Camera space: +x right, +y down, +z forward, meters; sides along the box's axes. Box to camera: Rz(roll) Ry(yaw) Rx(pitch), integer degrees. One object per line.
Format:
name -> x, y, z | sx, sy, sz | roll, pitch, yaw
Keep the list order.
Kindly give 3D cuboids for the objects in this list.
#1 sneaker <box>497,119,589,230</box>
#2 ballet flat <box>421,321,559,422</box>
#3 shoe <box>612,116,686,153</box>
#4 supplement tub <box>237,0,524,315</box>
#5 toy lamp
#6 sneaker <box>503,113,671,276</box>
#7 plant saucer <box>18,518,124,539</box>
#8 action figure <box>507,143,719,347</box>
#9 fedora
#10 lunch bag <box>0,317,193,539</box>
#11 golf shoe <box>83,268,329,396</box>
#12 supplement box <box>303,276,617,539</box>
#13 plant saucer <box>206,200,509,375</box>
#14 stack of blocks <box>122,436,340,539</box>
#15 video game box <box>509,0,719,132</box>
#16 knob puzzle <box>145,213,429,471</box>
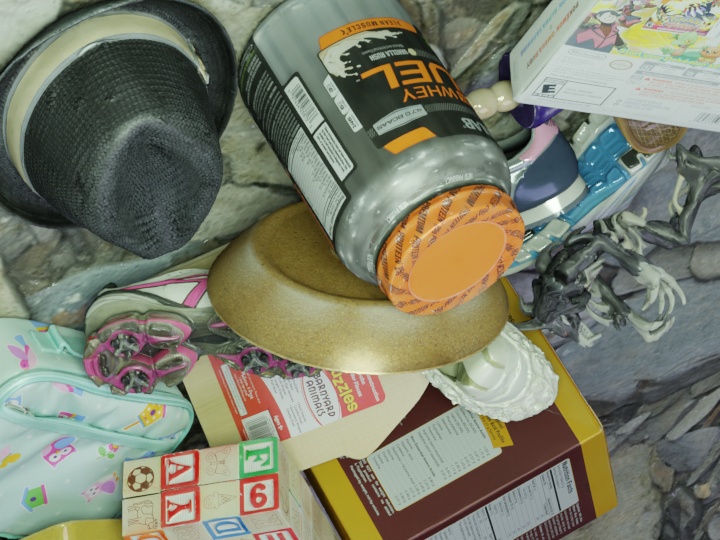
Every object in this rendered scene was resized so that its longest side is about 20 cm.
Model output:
sneaker -> 0.057, -0.054, 1.754 | 0.199, 0.070, 0.082 | -23, 111, 2
ballet flat -> 0.060, 0.050, 1.701 | 0.200, 0.072, 0.072 | 37, 112, -20
shoe -> 0.181, -0.166, 1.708 | 0.069, 0.054, 0.201 | -18, 135, 3
supplement tub -> 0.015, -0.076, 1.541 | 0.122, 0.201, 0.123 | -23, 147, -16
toy lamp -> 0.061, -0.107, 1.679 | 0.199, 0.058, 0.058 | -18, 145, -18
sneaker -> 0.154, -0.049, 1.823 | 0.199, 0.075, 0.087 | -33, 154, 0
plant saucer -> -0.230, 0.236, 1.799 | 0.199, 0.049, 0.200 | -25, 165, 24
action figure -> 0.193, -0.001, 1.764 | 0.200, 0.102, 0.119 | -40, 174, -3
fedora -> -0.142, -0.072, 1.510 | 0.199, 0.092, 0.201 | -22, 146, -16
lunch bag -> -0.220, 0.111, 1.701 | 0.160, 0.077, 0.199 | -46, 147, 22
golf shoe -> -0.087, 0.025, 1.649 | 0.198, 0.092, 0.073 | -4, 127, -1
supplement box -> 0.057, 0.121, 1.844 | 0.199, 0.198, 0.133 | -28, 149, -6
plant saucer -> 0.000, 0.000, 1.595 | 0.199, 0.200, 0.036 | -13, 125, -29
stack of blocks -> -0.084, 0.199, 1.761 | 0.114, 0.059, 0.200 | -11, 146, 12
video game box -> 0.223, -0.159, 1.617 | 0.198, 0.047, 0.182 | 7, 154, -21
knob puzzle -> -0.031, 0.044, 1.736 | 0.218, 0.030, 0.221 | -3, 111, -7
